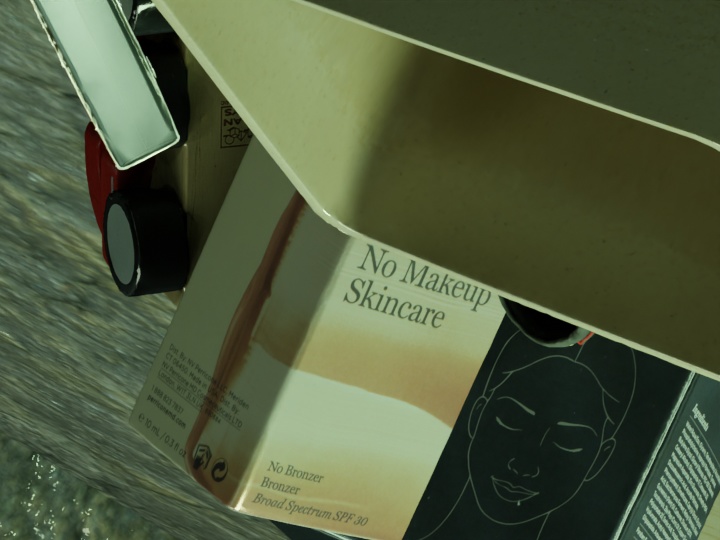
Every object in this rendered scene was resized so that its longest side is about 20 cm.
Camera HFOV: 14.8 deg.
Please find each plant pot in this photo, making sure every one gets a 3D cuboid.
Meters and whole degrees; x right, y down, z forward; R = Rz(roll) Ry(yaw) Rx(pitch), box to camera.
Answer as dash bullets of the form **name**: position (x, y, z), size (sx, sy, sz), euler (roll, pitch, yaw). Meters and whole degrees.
- **plant pot**: position (0.080, -0.096, 0.815), size (0.200, 0.177, 0.200), euler (21, 165, 26)

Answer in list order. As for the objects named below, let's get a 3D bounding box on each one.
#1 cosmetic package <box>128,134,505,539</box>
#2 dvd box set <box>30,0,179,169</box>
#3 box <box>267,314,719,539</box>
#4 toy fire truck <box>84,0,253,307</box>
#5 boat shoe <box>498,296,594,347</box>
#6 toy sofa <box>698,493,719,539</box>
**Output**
- **cosmetic package**: position (0.000, 0.000, 1.128), size (0.103, 0.200, 0.087), euler (15, -168, -41)
- **dvd box set**: position (-0.135, -0.151, 1.059), size (0.200, 0.029, 0.146), euler (60, 176, 43)
- **box**: position (0.081, 0.083, 1.443), size (0.200, 0.197, 0.124), euler (20, 166, 26)
- **toy fire truck**: position (-0.102, -0.094, 1.216), size (0.129, 0.176, 0.200), euler (-8, -157, -22)
- **boat shoe**: position (0.083, -0.033, 1.029), size (0.074, 0.063, 0.201), euler (49, 164, 22)
- **toy sofa**: position (0.168, 0.110, 1.591), size (0.200, 0.098, 0.083), euler (19, 164, 29)
